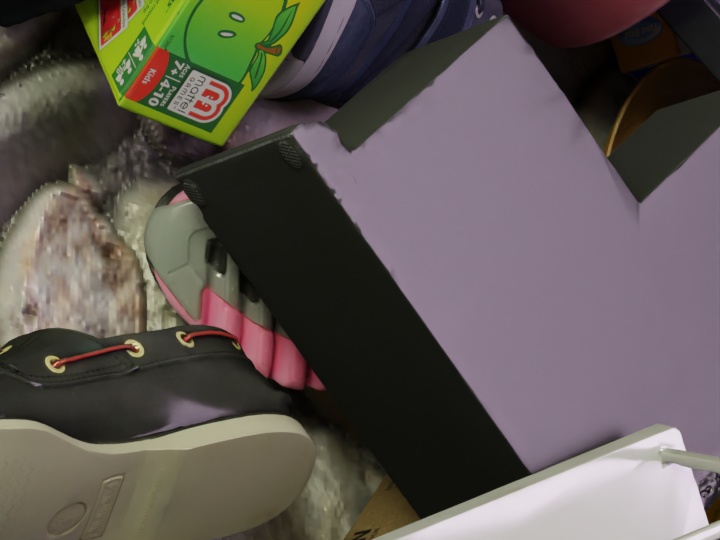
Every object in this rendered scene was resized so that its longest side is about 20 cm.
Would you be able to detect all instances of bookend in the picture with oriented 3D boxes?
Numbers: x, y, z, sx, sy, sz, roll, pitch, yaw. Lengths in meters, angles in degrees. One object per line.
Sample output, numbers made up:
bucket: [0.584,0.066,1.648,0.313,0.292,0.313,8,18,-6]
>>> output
bookend: [0.075,-0.018,0.961,0.199,0.092,0.200,-43,104,-27]

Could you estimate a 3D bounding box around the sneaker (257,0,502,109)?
sneaker: [0.021,-0.154,1.026,0.203,0.077,0.146,-61,155,10]

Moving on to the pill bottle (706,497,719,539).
pill bottle: [0.178,0.127,0.980,0.111,0.199,0.112,18,66,-47]

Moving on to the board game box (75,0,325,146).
board game box: [-0.026,-0.154,0.915,0.047,0.200,0.102,20,27,-35]

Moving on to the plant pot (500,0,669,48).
plant pot: [0.074,-0.223,1.106,0.179,0.200,0.201,35,52,-20]

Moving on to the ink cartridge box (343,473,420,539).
ink cartridge box: [0.070,0.144,1.063,0.165,0.075,0.200,60,40,-21]

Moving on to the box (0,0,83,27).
box: [-0.132,-0.208,0.896,0.148,0.104,0.201,24,60,-45]

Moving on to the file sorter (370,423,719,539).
file sorter: [0.091,0.169,0.834,0.138,0.124,0.201,-20,97,-19]

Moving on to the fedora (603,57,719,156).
fedora: [0.183,-0.005,1.226,0.200,0.081,0.202,6,83,-52]

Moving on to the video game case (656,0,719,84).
video game case: [0.189,-0.120,1.208,0.181,0.025,0.200,45,29,-26]

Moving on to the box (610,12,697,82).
box: [0.146,-0.183,1.288,0.119,0.041,0.201,-24,96,-52]

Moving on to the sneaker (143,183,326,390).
sneaker: [0.000,0.000,1.031,0.199,0.095,0.079,13,104,-29]

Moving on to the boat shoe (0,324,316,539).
boat shoe: [-0.108,0.058,0.883,0.201,0.074,0.063,-4,46,-42]
